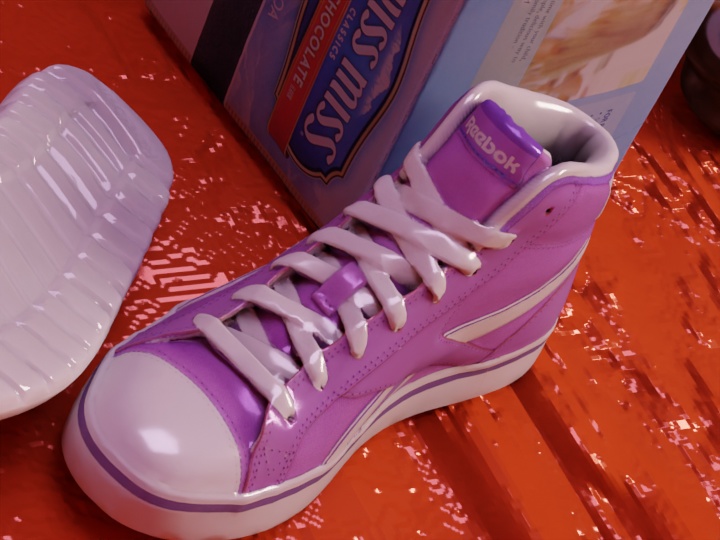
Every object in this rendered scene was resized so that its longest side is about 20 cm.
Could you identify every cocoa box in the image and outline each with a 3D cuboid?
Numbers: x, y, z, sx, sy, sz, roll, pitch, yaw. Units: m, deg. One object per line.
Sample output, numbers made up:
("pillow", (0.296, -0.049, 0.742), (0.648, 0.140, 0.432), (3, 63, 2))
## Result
("cocoa box", (0.040, -0.126, 0.882), (0.133, 0.200, 0.131), (-14, 55, -38))

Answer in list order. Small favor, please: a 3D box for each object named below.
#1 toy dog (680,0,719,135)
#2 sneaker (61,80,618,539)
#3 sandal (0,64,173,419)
("toy dog", (0.167, -0.133, 1.033), (0.194, 0.139, 0.200), (54, 30, -25))
("sneaker", (0.000, -0.001, 0.796), (0.073, 0.115, 0.200), (44, 44, 18))
("sandal", (-0.109, 0.001, 0.790), (0.082, 0.050, 0.203), (45, 28, -1))
